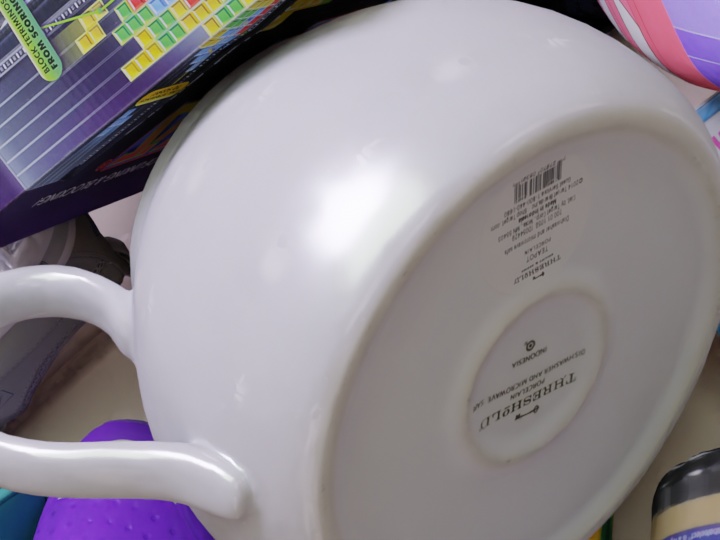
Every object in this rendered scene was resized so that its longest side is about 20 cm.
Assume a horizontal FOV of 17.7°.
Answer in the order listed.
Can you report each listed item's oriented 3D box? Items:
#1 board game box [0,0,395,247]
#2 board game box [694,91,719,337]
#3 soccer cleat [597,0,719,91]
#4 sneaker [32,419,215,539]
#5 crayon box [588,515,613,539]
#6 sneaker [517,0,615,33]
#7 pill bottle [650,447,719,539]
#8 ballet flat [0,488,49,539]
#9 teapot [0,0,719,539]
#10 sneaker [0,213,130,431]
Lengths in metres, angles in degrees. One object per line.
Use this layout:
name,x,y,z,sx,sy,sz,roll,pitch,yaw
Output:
board game box,-0.048,-0.081,0.725,0.165,0.200,0.057,-38,87,25
board game box,0.179,-0.025,0.691,0.034,0.200,0.135,-28,83,-41
soccer cleat,0.073,-0.131,0.726,0.067,0.076,0.201,-47,48,26
sneaker,-0.089,0.137,0.740,0.069,0.100,0.201,5,70,11
crayon box,0.024,0.056,0.776,0.125,0.052,0.201,3,70,11
sneaker,0.052,-0.116,0.831,0.199,0.070,0.078,-19,58,2
pill bottle,0.136,0.159,0.679,0.111,0.112,0.201,1,68,12
ballet flat,-0.178,0.144,0.780,0.069,0.069,0.201,22,78,19
teapot,0.000,0.000,0.684,0.146,0.200,0.198,33,94,38
sneaker,-0.156,0.051,0.805,0.200,0.082,0.075,-42,53,16
